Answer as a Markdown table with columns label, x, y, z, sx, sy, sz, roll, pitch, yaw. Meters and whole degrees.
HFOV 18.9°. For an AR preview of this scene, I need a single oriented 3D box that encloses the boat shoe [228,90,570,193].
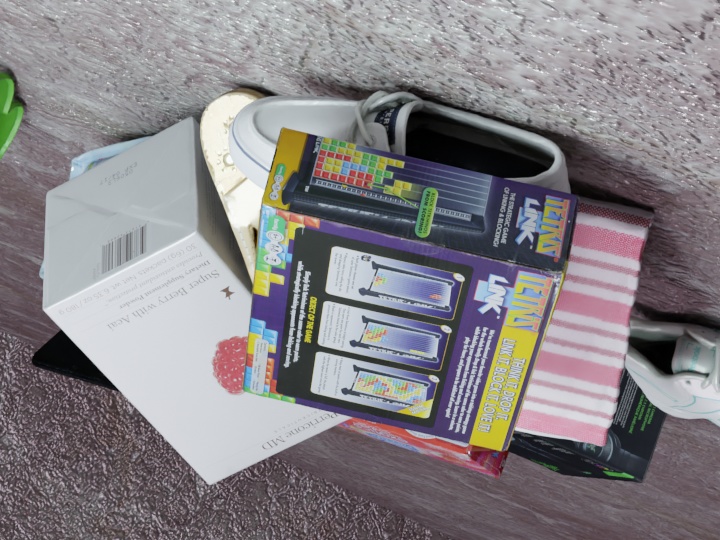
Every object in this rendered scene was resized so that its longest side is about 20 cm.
| label | x | y | z | sx | sy | sz | roll | pitch | yaw |
| --- | --- | --- | --- | --- | --- | --- | --- | --- | --- |
| boat shoe | 0.021 | -0.071 | 1.199 | 0.198 | 0.074 | 0.066 | 10 | 147 | 10 |

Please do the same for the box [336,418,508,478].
| label | x | y | z | sx | sy | sz | roll | pitch | yaw |
| --- | --- | --- | --- | --- | --- | --- | --- | --- | --- |
| box | 0.044 | 0.108 | 1.976 | 0.199 | 0.100 | 0.095 | 15 | 168 | 27 |

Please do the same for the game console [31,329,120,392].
| label | x | y | z | sx | sy | sz | roll | pitch | yaw |
| --- | --- | --- | --- | --- | --- | --- | --- | --- | --- |
| game console | -0.237 | 0.100 | 2.454 | 0.199 | 0.117 | 0.176 | 13 | 167 | 39 |

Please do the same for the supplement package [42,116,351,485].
| label | x | y | z | sx | sy | sz | roll | pitch | yaw |
| --- | --- | --- | --- | --- | --- | --- | --- | --- | --- |
| supplement package | -0.106 | 0.024 | 1.440 | 0.121 | 0.120 | 0.200 | -26 | 130 | 16 |

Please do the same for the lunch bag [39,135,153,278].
| label | x | y | z | sx | sy | sz | roll | pitch | yaw |
| --- | --- | --- | --- | --- | --- | --- | --- | --- | --- |
| lunch bag | -0.110 | -0.016 | 1.575 | 0.169 | 0.128 | 0.199 | 27 | 156 | -35 |

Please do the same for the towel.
| label | x | y | z | sx | sy | sz | roll | pitch | yaw |
| --- | --- | --- | --- | --- | --- | --- | --- | --- | --- |
| towel | 0.096 | 0.022 | 1.330 | 0.145 | 0.030 | 0.201 | 12 | 133 | 8 |

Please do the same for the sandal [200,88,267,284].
| label | x | y | z | sx | sy | sz | roll | pitch | yaw |
| --- | --- | --- | --- | --- | --- | --- | --- | --- | --- |
| sandal | -0.044 | -0.007 | 1.313 | 0.077 | 0.213 | 0.070 | -25 | -172 | 16 |

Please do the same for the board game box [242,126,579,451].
| label | x | y | z | sx | sy | sz | roll | pitch | yaw |
| --- | --- | --- | --- | --- | --- | --- | --- | --- | --- |
| board game box | 0.022 | 0.015 | 1.207 | 0.164 | 0.057 | 0.200 | 12 | 147 | 1 |

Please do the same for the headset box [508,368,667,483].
| label | x | y | z | sx | sy | sz | roll | pitch | yaw |
| --- | --- | --- | --- | --- | --- | --- | --- | --- | --- |
| headset box | 0.136 | 0.095 | 1.740 | 0.199 | 0.093 | 0.174 | 23 | 170 | -16 |

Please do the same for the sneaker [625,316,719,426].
| label | x | y | z | sx | sy | sz | roll | pitch | yaw |
| --- | --- | --- | --- | --- | --- | --- | --- | --- | --- |
| sneaker | 0.255 | 0.078 | 1.476 | 0.199 | 0.071 | 0.080 | 12 | 164 | 44 |

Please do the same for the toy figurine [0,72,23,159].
| label | x | y | z | sx | sy | sz | roll | pitch | yaw |
| --- | --- | --- | --- | --- | --- | --- | --- | --- | --- |
| toy figurine | -0.360 | -0.131 | 1.574 | 0.184 | 0.151 | 0.200 | 34 | -165 | 3 |
